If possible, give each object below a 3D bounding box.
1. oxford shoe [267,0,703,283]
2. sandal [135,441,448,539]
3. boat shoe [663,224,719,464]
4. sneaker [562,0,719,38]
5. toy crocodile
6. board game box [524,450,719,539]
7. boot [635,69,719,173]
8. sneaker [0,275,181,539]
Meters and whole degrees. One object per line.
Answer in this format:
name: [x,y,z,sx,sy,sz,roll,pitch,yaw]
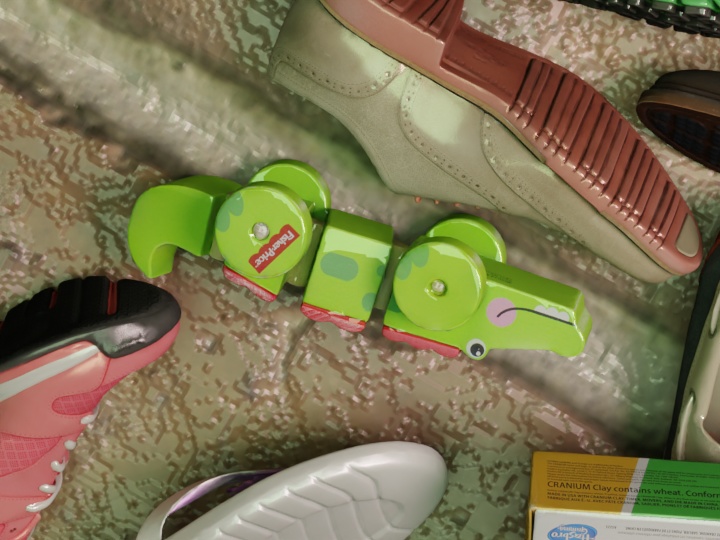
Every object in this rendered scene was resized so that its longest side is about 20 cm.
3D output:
oxford shoe: [0.052,-0.054,0.785,0.200,0.071,0.074,39,121,1]
sandal: [-0.060,0.115,0.818,0.203,0.082,0.050,-28,53,10]
boat shoe: [0.166,0.070,0.790,0.071,0.063,0.200,4,101,2]
sneaker: [0.112,-0.142,0.736,0.200,0.078,0.085,17,96,17]
toy crocodile: [0.000,0.000,0.789,0.200,0.068,0.062,17,106,3]
board game box: [0.139,0.173,0.788,0.153,0.040,0.200,4,119,3]
boot: [0.220,-0.076,0.772,0.200,0.075,0.097,14,76,11]
sneaker: [-0.153,0.074,0.821,0.200,0.074,0.087,-29,110,12]
